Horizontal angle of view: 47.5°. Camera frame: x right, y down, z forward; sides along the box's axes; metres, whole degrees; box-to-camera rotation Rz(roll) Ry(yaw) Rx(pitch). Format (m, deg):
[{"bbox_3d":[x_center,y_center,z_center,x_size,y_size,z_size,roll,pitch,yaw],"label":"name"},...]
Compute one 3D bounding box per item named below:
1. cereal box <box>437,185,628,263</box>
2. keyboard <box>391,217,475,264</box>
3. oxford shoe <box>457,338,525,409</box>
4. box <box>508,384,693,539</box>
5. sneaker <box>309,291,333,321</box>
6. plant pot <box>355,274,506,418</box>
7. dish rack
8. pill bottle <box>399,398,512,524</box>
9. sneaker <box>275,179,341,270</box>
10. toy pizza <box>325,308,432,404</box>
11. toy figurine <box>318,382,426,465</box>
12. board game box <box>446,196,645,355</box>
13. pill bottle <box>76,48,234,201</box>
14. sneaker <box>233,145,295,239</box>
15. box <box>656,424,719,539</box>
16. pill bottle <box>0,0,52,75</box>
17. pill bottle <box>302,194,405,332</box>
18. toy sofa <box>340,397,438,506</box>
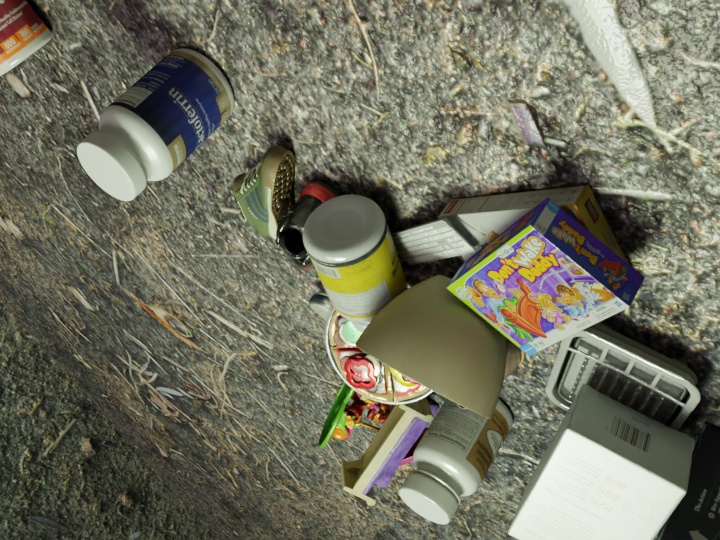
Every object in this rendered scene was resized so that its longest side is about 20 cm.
[{"bbox_3d":[0.202,-0.026,0.953,0.200,0.040,0.144,-3,131,49],"label":"cereal box"},{"bbox_3d":[0.084,-0.034,1.054,0.056,0.011,0.200,48,163,-10],"label":"keyboard"},{"bbox_3d":[0.184,0.143,1.174,0.071,0.073,0.200,31,150,14],"label":"oxford shoe"},{"bbox_3d":[0.301,0.275,1.036,0.152,0.106,0.200,27,124,13],"label":"box"},{"bbox_3d":[-0.008,0.110,1.319,0.200,0.085,0.077,35,158,8],"label":"sneaker"},{"bbox_3d":[0.111,0.085,1.067,0.200,0.135,0.200,28,179,1],"label":"plant pot"},{"bbox_3d":[0.332,0.144,1.044,0.171,0.044,0.200,26,148,18],"label":"dish rack"},{"bbox_3d":[0.148,0.290,1.289,0.114,0.200,0.115,27,149,18],"label":"pill bottle"},{"bbox_3d":[-0.084,-0.045,1.183,0.071,0.098,0.201,33,152,4],"label":"sneaker"},{"bbox_3d":[0.037,0.119,1.247,0.199,0.032,0.201,7,112,18],"label":"toy pizza"},{"bbox_3d":[0.045,0.275,1.499,0.184,0.150,0.200,25,126,-4],"label":"toy figurine"},{"bbox_3d":[0.200,0.014,0.923,0.134,0.045,0.200,39,152,-3],"label":"board game box"},{"bbox_3d":[-0.268,-0.191,1.075,0.115,0.200,0.116,27,150,18],"label":"pill bottle"},{"bbox_3d":[-0.147,-0.116,1.179,0.090,0.067,0.200,26,152,11],"label":"sneaker"},{"bbox_3d":[0.475,0.329,0.990,0.200,0.197,0.118,22,148,26],"label":"box"},{"bbox_3d":[-0.563,-0.397,1.200,0.114,0.114,0.200,0,134,48],"label":"pill bottle"},{"bbox_3d":[0.000,0.000,1.118,0.112,0.112,0.200,19,150,30],"label":"pill bottle"},{"bbox_3d":[0.055,0.304,1.411,0.097,0.200,0.083,29,-166,-14],"label":"toy sofa"}]
